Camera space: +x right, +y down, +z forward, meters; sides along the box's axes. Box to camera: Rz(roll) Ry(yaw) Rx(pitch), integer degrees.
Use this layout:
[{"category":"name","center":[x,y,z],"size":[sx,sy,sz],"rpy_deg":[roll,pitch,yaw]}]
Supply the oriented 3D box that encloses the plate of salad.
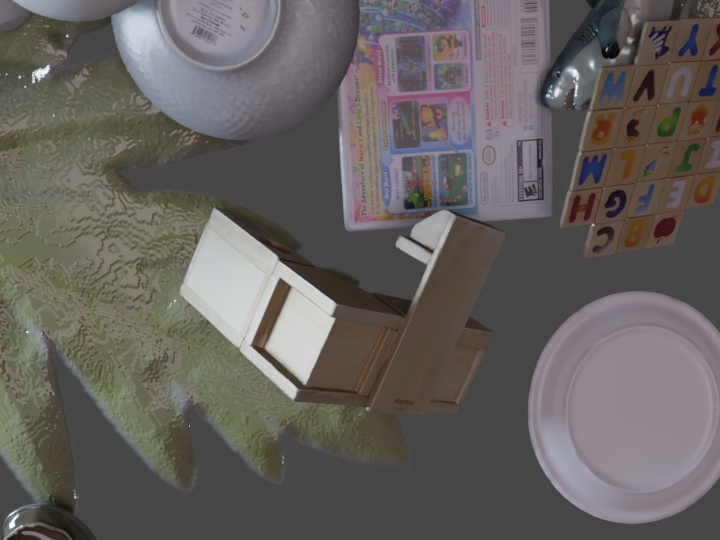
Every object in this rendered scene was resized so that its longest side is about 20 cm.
[{"category":"plate of salad","center":[0.239,0.119,0.839],"size":[0.197,0.048,0.204],"rpy_deg":[0,91,-8]}]

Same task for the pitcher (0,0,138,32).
[{"category":"pitcher","center":[-0.216,-0.262,0.671],"size":[0.120,0.198,0.175],"rpy_deg":[4,93,-44]}]

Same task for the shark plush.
[{"category":"shark plush","center":[0.201,-0.225,0.757],"size":[0.090,0.083,0.203],"rpy_deg":[9,92,-41]}]

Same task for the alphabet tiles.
[{"category":"alphabet tiles","center":[0.241,-0.103,0.766],"size":[0.164,0.006,0.203],"rpy_deg":[-9,125,-25]}]

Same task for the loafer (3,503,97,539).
[{"category":"loafer","center":[-0.249,0.295,0.820],"size":[0.074,0.070,0.202],"rpy_deg":[-24,101,0]}]

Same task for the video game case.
[{"category":"video game case","center":[0.070,-0.140,0.793],"size":[0.179,0.024,0.204],"rpy_deg":[-4,101,-3]}]

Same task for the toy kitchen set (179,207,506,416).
[{"category":"toy kitchen set","center":[0.000,0.000,0.788],"size":[0.198,0.180,0.165],"rpy_deg":[14,105,-47]}]

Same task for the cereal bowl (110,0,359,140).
[{"category":"cereal bowl","center":[-0.099,-0.200,0.727],"size":[0.196,0.083,0.204],"rpy_deg":[0,100,2]}]
